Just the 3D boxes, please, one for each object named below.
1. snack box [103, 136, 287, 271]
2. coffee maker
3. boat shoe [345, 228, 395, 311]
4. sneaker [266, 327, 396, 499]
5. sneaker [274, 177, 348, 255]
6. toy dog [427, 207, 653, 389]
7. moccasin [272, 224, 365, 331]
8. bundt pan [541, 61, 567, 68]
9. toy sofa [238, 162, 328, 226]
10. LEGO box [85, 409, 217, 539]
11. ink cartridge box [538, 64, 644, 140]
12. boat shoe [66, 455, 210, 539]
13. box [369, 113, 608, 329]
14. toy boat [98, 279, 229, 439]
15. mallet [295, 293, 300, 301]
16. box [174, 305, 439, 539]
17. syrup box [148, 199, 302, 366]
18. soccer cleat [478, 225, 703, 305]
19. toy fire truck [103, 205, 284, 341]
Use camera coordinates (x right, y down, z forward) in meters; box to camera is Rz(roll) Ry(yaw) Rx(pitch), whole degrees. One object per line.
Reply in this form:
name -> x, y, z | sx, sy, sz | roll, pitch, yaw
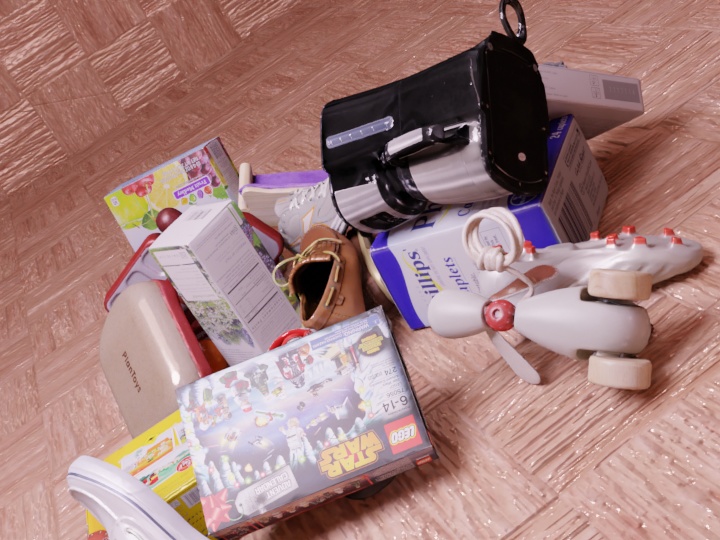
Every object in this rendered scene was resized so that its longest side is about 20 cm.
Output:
snack box -> -0.219, -0.052, 1.389 | 0.168, 0.201, 0.068 | -23, 16, 21
coffee maker -> 0.072, -0.142, 0.998 | 0.199, 0.135, 0.193 | -11, 53, 40
boat shoe -> 0.000, 0.000, 1.183 | 0.067, 0.072, 0.200 | -37, 19, 5
sneaker -> -0.035, 0.122, 0.942 | 0.067, 0.108, 0.201 | -33, 24, -4
sneaker -> -0.054, -0.071, 1.216 | 0.076, 0.092, 0.200 | -64, 2, -37
toy dog -> 0.166, 0.039, 0.869 | 0.200, 0.096, 0.132 | 29, 101, 32
moccasin -> -0.044, 0.009, 1.084 | 0.074, 0.078, 0.202 | -46, 26, 25
bundt pan -> 0.181, -0.181, 1.298 | 0.201, 0.076, 0.202 | -26, 16, 8
toy sofa -> -0.054, -0.104, 1.311 | 0.199, 0.098, 0.083 | -4, 52, 2
LEGO box -> -0.159, 0.198, 0.984 | 0.200, 0.077, 0.149 | -34, 23, -3
ink cartridge box -> 0.176, -0.168, 1.132 | 0.199, 0.045, 0.176 | 1, -14, -30
boat shoe -> -0.175, 0.227, 0.845 | 0.199, 0.074, 0.067 | 29, 57, 20
box -> 0.136, -0.051, 1.078 | 0.199, 0.105, 0.184 | -16, 27, 32
toy boat -> -0.205, 0.103, 1.166 | 0.131, 0.130, 0.200 | -50, 56, 31
mallet -> -0.071, 0.039, 1.253 | 0.041, 0.066, 0.200 | -37, 9, -16
box -> -0.049, 0.130, 0.880 | 0.199, 0.040, 0.137 | -23, 61, 4
syrup box -> -0.133, 0.028, 1.130 | 0.079, 0.200, 0.081 | -4, 37, 47
soccer cleat -> 0.207, 0.007, 0.935 | 0.199, 0.078, 0.069 | -7, 13, 7
toy fire truck -> -0.194, 0.009, 1.249 | 0.200, 0.168, 0.112 | -52, 18, 18
